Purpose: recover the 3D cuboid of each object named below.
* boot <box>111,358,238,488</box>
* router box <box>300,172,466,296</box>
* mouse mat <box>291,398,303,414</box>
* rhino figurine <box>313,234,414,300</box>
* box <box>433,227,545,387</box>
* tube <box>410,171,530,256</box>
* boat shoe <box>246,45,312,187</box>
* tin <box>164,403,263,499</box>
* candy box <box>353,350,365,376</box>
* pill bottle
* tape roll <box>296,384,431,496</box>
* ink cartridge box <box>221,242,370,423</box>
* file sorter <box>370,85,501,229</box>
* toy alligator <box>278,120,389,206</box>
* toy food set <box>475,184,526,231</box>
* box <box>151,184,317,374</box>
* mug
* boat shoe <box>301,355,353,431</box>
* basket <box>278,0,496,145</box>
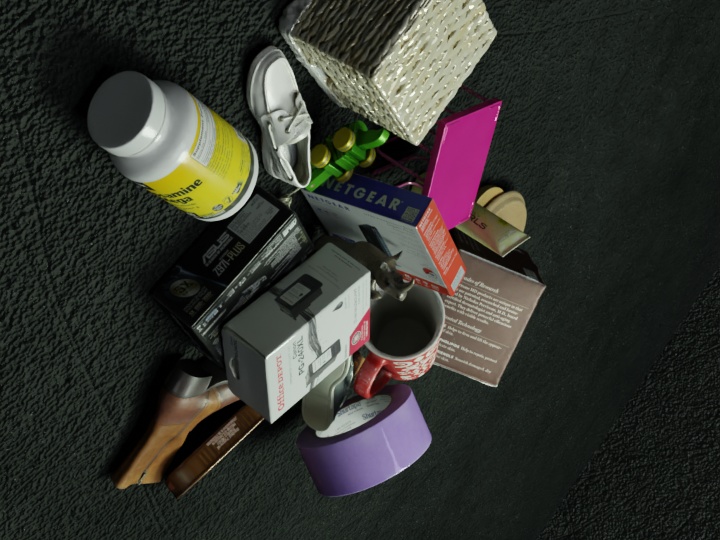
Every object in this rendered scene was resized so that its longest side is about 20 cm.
[{"bbox_3d":[-0.239,0.222,1.523,0.202,0.068,0.188,-60,158,14],"label":"boot"},{"bbox_3d":[0.033,-0.057,1.505,0.049,0.198,0.180,-57,145,-19],"label":"router box"},{"bbox_3d":[-0.055,0.124,1.650,0.202,0.007,0.161,-58,150,-4],"label":"mouse mat"},{"bbox_3d":[0.000,0.000,1.506,0.059,0.198,0.089,-21,113,-41],"label":"rhino figurine"},{"bbox_3d":[0.189,0.055,1.839,0.166,0.162,0.203,-97,-152,-71],"label":"box"},{"bbox_3d":[0.168,-0.088,1.693,0.058,0.199,0.052,-53,152,-3],"label":"tube"},{"bbox_3d":[-0.089,-0.187,1.345,0.071,0.069,0.202,-40,146,-23],"label":"boat shoe"},{"bbox_3d":[-0.205,0.253,1.583,0.200,0.042,0.112,-42,175,-25],"label":"tin"},{"bbox_3d":[-0.072,0.140,1.701,0.117,0.056,0.200,-52,149,-9],"label":"candy box"},{"bbox_3d":[-0.204,-0.136,1.181,0.113,0.112,0.200,-56,150,0],"label":"pill bottle"},{"bbox_3d":[0.005,0.261,1.677,0.199,0.199,0.086,-32,101,-36],"label":"tape roll"},{"bbox_3d":[-0.081,0.084,1.431,0.199,0.083,0.147,-40,149,-30],"label":"ink cartridge box"},{"bbox_3d":[0.098,-0.169,1.586,0.138,0.125,0.203,-26,140,-43],"label":"file sorter"},{"bbox_3d":[-0.046,-0.148,1.437,0.198,0.055,0.059,-31,142,27],"label":"toy alligator"},{"bbox_3d":[0.231,-0.059,1.969,0.199,0.048,0.200,-2,120,-56],"label":"toy food set"},{"bbox_3d":[-0.154,0.016,1.426,0.201,0.086,0.164,-49,151,-13],"label":"box"},{"bbox_3d":[0.046,0.105,1.657,0.176,0.135,0.200,-30,163,-4],"label":"mug"},{"bbox_3d":[-0.044,0.150,1.626,0.062,0.072,0.203,-44,153,-50],"label":"boat shoe"},{"bbox_3d":[0.038,-0.297,1.341,0.201,0.160,0.198,-52,151,-4],"label":"basket"}]
